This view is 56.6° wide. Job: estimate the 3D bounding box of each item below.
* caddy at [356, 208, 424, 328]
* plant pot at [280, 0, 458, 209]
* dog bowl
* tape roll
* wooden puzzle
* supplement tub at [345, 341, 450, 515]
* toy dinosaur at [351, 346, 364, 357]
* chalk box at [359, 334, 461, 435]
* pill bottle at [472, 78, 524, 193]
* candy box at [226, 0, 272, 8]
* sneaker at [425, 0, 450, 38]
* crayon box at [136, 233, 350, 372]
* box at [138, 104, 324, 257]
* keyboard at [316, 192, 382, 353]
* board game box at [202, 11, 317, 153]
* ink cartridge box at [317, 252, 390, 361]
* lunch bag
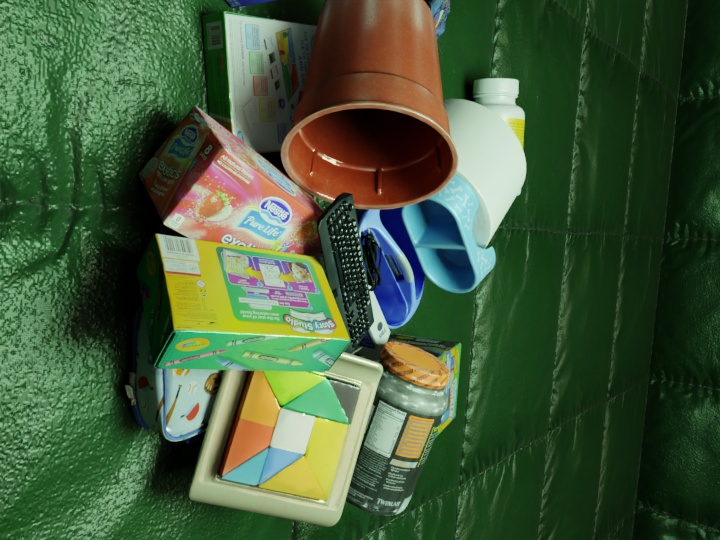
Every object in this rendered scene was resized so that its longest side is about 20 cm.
[{"bbox_3d":[0.029,-0.009,0.974,0.142,0.103,0.202,-56,135,-31],"label":"caddy"},{"bbox_3d":[0.015,-0.208,0.780,0.200,0.197,0.199,36,50,-49],"label":"plant pot"},{"bbox_3d":[0.122,-0.049,0.955,0.050,0.110,0.202,-56,135,-35],"label":"dog bowl"},{"bbox_3d":[0.135,-0.135,1.017,0.140,0.200,0.205,-53,134,-33],"label":"tape roll"},{"bbox_3d":[-0.078,0.180,0.748,0.182,0.037,0.204,19,89,-22],"label":"wooden puzzle"},{"bbox_3d":[0.041,0.208,0.893,0.121,0.121,0.204,7,107,-52],"label":"supplement tub"},{"bbox_3d":[-0.076,0.167,0.835,0.197,0.105,0.184,-26,101,-1],"label":"toy dinosaur"},{"bbox_3d":[0.085,0.175,1.048,0.199,0.122,0.127,-5,100,-67],"label":"chalk box"},{"bbox_3d":[0.241,-0.239,1.211,0.110,0.110,0.205,-10,105,-51],"label":"pill bottle"},{"bbox_3d":[-0.101,-0.359,0.666,0.169,0.197,0.078,42,64,-46],"label":"candy box"},{"bbox_3d":[0.098,-0.378,1.032,0.202,0.074,0.079,-61,141,-23],"label":"sneaker"},{"bbox_3d":[-0.117,0.037,0.684,0.197,0.120,0.059,8,134,-37],"label":"crayon box"},{"bbox_3d":[-0.129,-0.073,0.737,0.100,0.096,0.199,-46,140,8],"label":"box"},{"bbox_3d":[0.000,0.000,0.801,0.105,0.039,0.203,-56,147,-43],"label":"keyboard"},{"bbox_3d":[-0.100,-0.224,0.822,0.198,0.040,0.157,-16,108,-51],"label":"board game box"},{"bbox_3d":[-0.022,0.047,0.924,0.039,0.098,0.203,-49,132,-35],"label":"ink cartridge box"},{"bbox_3d":[-0.171,0.101,0.759,0.198,0.074,0.164,-12,110,-51],"label":"lunch bag"}]
